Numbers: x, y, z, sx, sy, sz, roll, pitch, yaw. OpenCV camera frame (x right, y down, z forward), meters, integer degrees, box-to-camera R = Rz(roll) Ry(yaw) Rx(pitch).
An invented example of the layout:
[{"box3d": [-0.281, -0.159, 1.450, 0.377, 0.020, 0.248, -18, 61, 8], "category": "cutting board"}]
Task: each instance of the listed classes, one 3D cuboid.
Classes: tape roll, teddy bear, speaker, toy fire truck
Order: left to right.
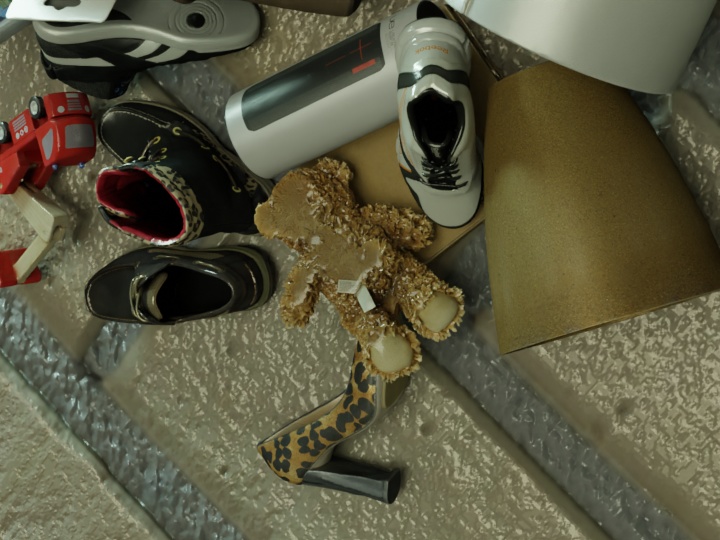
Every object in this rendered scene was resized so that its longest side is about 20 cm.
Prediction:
[{"box3d": [-0.308, -0.071, 1.498, 0.199, 0.049, 0.142, -24, 79, 45], "category": "toy fire truck"}, {"box3d": [-0.011, -0.148, 1.316, 0.199, 0.081, 0.082, -22, 89, 28], "category": "speaker"}, {"box3d": [0.000, 0.000, 1.337, 0.199, 0.067, 0.146, 30, 95, 21], "category": "teddy bear"}, {"box3d": [0.169, -0.234, 1.166, 0.202, 0.202, 0.140, 30, 112, 19], "category": "tape roll"}]

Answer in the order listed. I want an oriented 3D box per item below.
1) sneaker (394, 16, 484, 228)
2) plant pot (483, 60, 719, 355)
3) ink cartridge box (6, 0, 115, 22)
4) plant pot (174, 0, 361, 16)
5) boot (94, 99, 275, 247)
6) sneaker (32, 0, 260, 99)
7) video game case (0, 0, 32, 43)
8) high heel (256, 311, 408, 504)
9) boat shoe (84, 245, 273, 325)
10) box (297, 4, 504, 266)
[{"box3d": [0.058, -0.098, 1.246, 0.073, 0.080, 0.201, -5, 138, 9], "category": "sneaker"}, {"box3d": [0.167, -0.056, 1.221, 0.185, 0.186, 0.202, -20, 83, 28], "category": "plant pot"}, {"box3d": [-0.243, -0.314, 1.371, 0.116, 0.067, 0.201, 6, 63, 25], "category": "ink cartridge box"}, {"box3d": [-0.065, -0.294, 1.298, 0.173, 0.200, 0.202, 22, 110, 2], "category": "plant pot"}, {"box3d": [-0.180, -0.085, 1.396, 0.199, 0.150, 0.074, 35, 113, 17], "category": "boot"}, {"box3d": [-0.189, -0.204, 1.431, 0.198, 0.112, 0.074, 2, 62, -3], "category": "sneaker"}, {"box3d": [-0.337, -0.296, 1.432, 0.199, 0.023, 0.182, -37, 73, -15], "category": "video game case"}, {"box3d": [-0.031, 0.101, 1.403, 0.141, 0.071, 0.202, 10, 107, 26], "category": "high heel"}, {"box3d": [-0.178, 0.013, 1.456, 0.198, 0.073, 0.075, -9, 95, 28], "category": "boat shoe"}, {"box3d": [0.048, -0.101, 1.351, 0.200, 0.021, 0.164, -38, 82, 27], "category": "box"}]
